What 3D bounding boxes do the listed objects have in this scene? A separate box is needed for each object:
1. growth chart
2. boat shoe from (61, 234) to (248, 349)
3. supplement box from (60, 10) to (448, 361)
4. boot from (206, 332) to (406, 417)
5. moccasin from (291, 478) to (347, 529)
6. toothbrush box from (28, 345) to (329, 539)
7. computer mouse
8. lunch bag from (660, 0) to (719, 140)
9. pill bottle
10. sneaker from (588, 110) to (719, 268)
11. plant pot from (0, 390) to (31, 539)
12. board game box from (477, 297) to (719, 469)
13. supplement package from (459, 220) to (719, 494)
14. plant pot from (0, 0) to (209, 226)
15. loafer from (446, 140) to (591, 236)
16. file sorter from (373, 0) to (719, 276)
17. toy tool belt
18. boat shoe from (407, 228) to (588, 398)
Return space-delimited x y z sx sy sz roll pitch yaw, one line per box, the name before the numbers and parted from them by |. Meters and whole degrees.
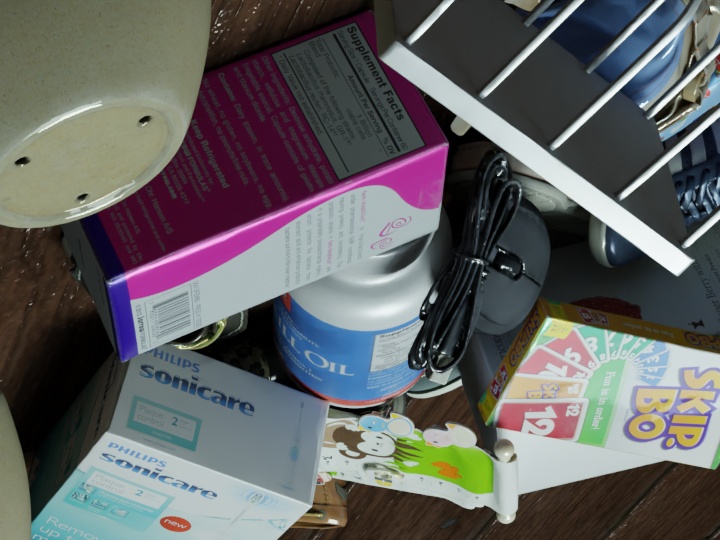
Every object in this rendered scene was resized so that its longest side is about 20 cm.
growth chart | 0.018 0.129 1.406 0.200 0.018 0.145 8 153 19
boat shoe | -0.118 0.019 1.263 0.072 0.061 0.201 -32 157 10
supplement box | -0.062 -0.047 1.134 0.200 0.103 0.101 -21 156 -13
boot | -0.043 0.087 1.489 0.154 0.074 0.204 -13 156 -19
moccasin | -0.105 0.192 1.583 0.201 0.078 0.074 -11 164 11
toothbrush box | -0.130 0.139 1.372 0.146 0.085 0.200 23 141 -17
computer mouse | 0.083 0.003 1.260 0.200 0.053 0.139 10 100 -81
lunch bag | 0.237 -0.160 1.281 0.151 0.094 0.200 -43 165 29
pill bottle | 0.000 0.000 1.291 0.112 0.112 0.200 -22 156 -13
sneaker | 0.238 -0.062 1.388 0.200 0.084 0.075 -40 136 -28
plant pot | -0.272 0.116 1.175 0.200 0.200 0.135 12 99 -57
board game box | 0.186 0.078 1.361 0.200 0.030 0.096 11 124 -25
supplement package | 0.176 0.058 1.438 0.200 0.121 0.120 -13 133 -5
plant pot | -0.145 -0.099 0.885 0.200 0.135 0.200 -23 158 -10
loafer | 0.119 -0.067 1.369 0.072 0.063 0.200 -2 170 33
file sorter | 0.120 -0.125 1.018 0.200 0.139 0.125 34 118 -24
toy tool belt | 0.145 -0.140 1.146 0.200 0.125 0.123 -42 162 29
boat shoe | 0.087 0.020 1.510 0.062 0.073 0.200 30 124 -35
